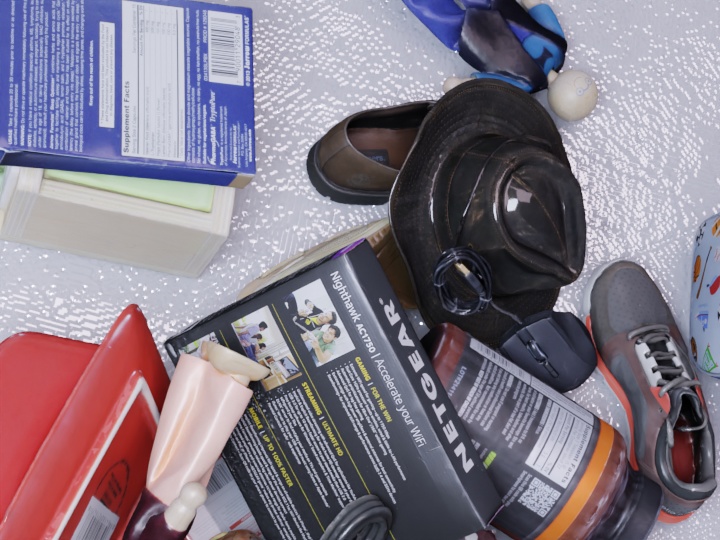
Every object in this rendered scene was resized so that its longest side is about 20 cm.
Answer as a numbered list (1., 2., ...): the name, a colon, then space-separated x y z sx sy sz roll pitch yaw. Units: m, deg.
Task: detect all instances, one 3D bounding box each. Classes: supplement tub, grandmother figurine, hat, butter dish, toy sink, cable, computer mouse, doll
1. supplement tub: 0.112 0.130 1.286 0.199 0.107 0.107 33 67 -7
2. grandmother figurine: -0.121 0.143 1.144 0.060 0.121 0.201 25 84 0
3. hat: 0.115 -0.035 1.305 0.200 0.081 0.202 -8 101 -42
4. butter dish: -0.218 0.120 1.162 0.147 0.200 0.200 21 67 14
5. toy sink: -0.186 -0.089 1.253 0.199 0.112 0.131 13 70 -13
6. cable: -0.051 0.226 1.174 0.097 0.050 0.201 6 111 -43
7. computer mouse: 0.111 0.040 1.291 0.200 0.058 0.034 36 32 -45
8. doll: 0.097 -0.181 1.403 0.200 0.048 0.137 38 55 -4

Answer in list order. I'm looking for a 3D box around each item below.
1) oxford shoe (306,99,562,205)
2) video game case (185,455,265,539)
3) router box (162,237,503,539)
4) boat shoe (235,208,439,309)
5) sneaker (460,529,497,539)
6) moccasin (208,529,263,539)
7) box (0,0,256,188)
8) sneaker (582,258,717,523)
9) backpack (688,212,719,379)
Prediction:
1. oxford shoe: 0.067 -0.089 1.349 0.199 0.084 0.073 -8 72 -22
2. video game case: -0.032 0.196 1.268 0.143 0.017 0.200 -34 86 -23
3. router box: -0.018 0.101 1.201 0.201 0.149 0.051 63 23 -4
4. boat shoe: 0.000 0.000 1.306 0.199 0.065 0.073 -23 109 -38
5. sneaker: 0.086 0.212 1.267 0.200 0.115 0.076 45 108 21
6. moccasin: -0.136 0.247 1.191 0.074 0.078 0.202 40 86 -17
7. box: -0.167 -0.123 1.191 0.199 0.032 0.122 5 72 -23
8. sneaker: 0.226 0.081 1.348 0.077 0.082 0.201 -12 78 -20
9. backpack: 0.331 0.032 1.347 0.153 0.200 0.192 0 81 -12
